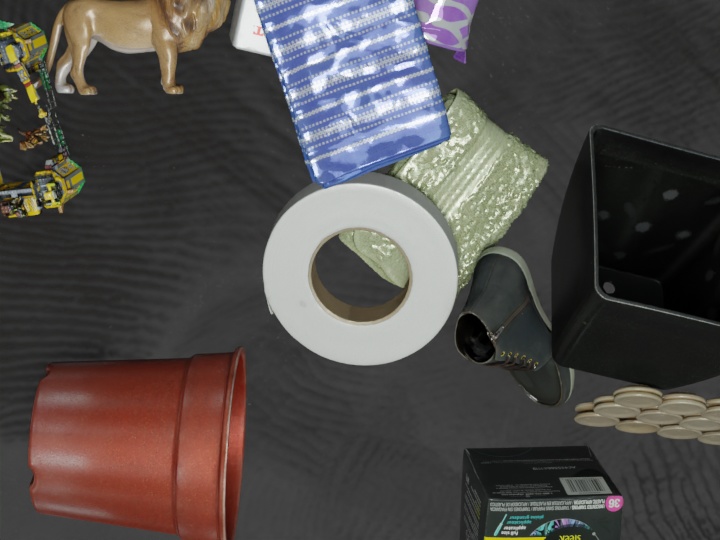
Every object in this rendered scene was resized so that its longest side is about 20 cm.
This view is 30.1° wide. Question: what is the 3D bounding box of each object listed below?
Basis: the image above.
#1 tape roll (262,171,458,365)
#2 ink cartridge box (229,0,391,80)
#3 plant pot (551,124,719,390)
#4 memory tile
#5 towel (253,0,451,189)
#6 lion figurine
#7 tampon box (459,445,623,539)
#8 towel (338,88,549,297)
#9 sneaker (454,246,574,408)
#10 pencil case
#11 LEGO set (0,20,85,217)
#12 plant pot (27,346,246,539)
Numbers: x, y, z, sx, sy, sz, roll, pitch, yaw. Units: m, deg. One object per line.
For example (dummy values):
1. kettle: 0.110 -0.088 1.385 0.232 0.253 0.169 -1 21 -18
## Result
1. tape roll: 0.000 0.000 1.348 0.199 0.037 0.206 3 116 5
2. ink cartridge box: -0.033 -0.294 1.257 0.143 0.084 0.203 11 105 -11
3. plant pot: 0.284 0.009 1.320 0.197 0.202 0.178 13 144 -11
4. memory tile: 0.339 0.153 1.415 0.197 0.153 0.017 9 70 -12
5. towel: -0.006 -0.189 1.238 0.143 0.024 0.202 -19 111 -1
6. lion figurine: -0.220 -0.229 1.261 0.197 0.073 0.125 -2 99 -3
7. tampon box: 0.189 0.308 1.442 0.147 0.126 0.203 -1 107 -7
8. towel: 0.088 -0.068 1.366 0.148 0.037 0.201 35 99 -16
9. sneaker: 0.151 0.086 1.366 0.074 0.107 0.201 -7 125 37
10. pencil case: 0.095 -0.308 1.276 0.085 0.084 0.202 11 107 -35
11. LEGO set: -0.350 -0.125 1.228 0.151 0.116 0.203 3 114 18
12. plant pot: -0.217 0.170 1.324 0.192 0.201 0.204 4 106 0
